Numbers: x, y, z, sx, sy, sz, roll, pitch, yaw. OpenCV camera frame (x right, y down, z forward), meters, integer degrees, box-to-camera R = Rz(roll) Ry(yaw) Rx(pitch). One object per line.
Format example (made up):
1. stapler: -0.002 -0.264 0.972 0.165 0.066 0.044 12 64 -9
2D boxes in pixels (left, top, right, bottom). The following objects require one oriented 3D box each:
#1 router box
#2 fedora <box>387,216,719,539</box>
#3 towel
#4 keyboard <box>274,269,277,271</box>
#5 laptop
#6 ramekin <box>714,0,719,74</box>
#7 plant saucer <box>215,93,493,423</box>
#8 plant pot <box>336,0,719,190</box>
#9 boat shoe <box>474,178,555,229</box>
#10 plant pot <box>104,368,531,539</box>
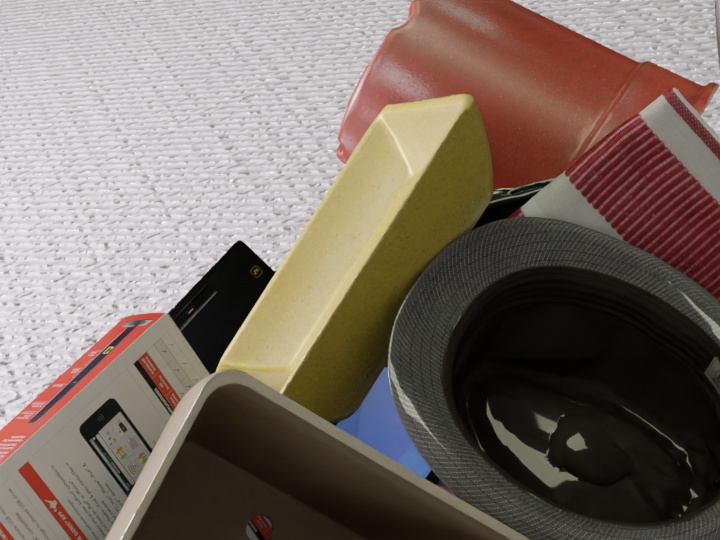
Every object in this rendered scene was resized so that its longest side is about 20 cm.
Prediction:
1. router box: -0.123 0.155 0.768 0.049 0.200 0.179 -8 29 51
2. fedora: 0.109 0.075 0.717 0.199 0.090 0.177 26 60 12
3. towel: 0.135 0.013 0.764 0.200 0.144 0.023 -41 17 19
4. keyboard: -0.068 0.042 1.078 0.200 0.021 0.127 -33 29 -18
5. laptop: -0.040 0.080 0.927 0.177 0.200 0.103 -49 4 -39
6. ramekin: 0.271 -0.120 0.861 0.094 0.203 0.203 -5 35 13
7. plant saucer: 0.000 0.000 0.787 0.200 0.048 0.200 -57 12 -3
8. plant pot: 0.101 -0.087 0.939 0.195 0.201 0.201 32 50 8
9. boat shoe: 0.150 -0.018 0.796 0.198 0.075 0.066 11 1 18
10. plant pot: -0.048 0.171 0.649 0.201 0.199 0.177 -61 15 -8
